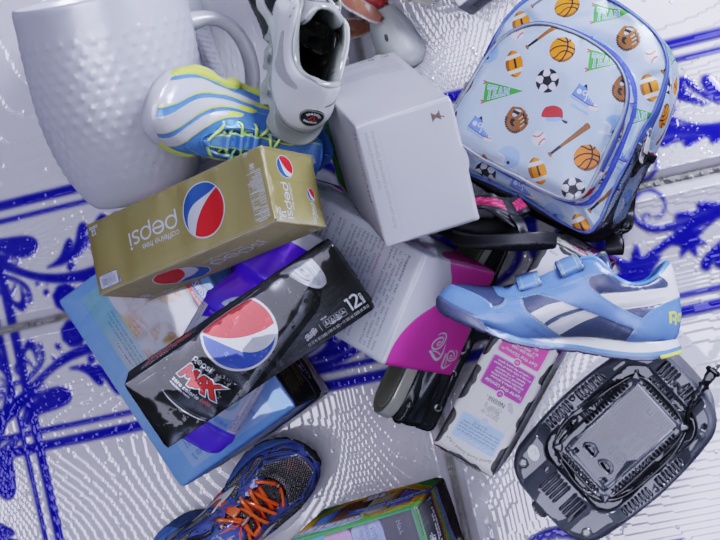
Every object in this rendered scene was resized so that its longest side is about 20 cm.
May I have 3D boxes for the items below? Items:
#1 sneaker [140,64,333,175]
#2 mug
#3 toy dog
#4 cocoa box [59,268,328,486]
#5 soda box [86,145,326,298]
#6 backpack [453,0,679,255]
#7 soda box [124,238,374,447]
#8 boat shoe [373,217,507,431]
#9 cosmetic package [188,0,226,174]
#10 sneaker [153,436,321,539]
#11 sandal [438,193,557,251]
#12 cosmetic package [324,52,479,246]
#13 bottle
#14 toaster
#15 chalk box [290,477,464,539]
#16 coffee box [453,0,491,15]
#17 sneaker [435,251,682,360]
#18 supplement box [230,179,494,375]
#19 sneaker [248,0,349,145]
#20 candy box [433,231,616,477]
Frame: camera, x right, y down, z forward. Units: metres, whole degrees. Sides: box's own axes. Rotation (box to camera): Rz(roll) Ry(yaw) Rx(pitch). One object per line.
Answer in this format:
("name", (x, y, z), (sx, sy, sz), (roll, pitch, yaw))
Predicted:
("sneaker", (-0.089, -0.118, 1.560), (0.105, 0.200, 0.076), (18, 98, 29))
("mug", (-0.180, -0.155, 1.622), (0.199, 0.148, 0.176), (-16, 103, -19))
("toy dog", (-0.032, -0.249, 1.661), (0.200, 0.132, 0.096), (43, 64, 14))
("cocoa box", (-0.146, 0.068, 1.695), (0.133, 0.131, 0.200), (-35, 86, 12))
("soda box", (-0.127, -0.036, 1.548), (0.199, 0.068, 0.064), (-21, 75, 34))
("backpack", (0.172, -0.142, 1.611), (0.199, 0.154, 0.191), (28, 89, 12))
("soda box", (-0.089, 0.056, 1.518), (0.200, 0.071, 0.063), (-34, 97, -1))
("boat shoe", (0.088, 0.052, 1.678), (0.066, 0.074, 0.200), (30, 84, -16))
("cosmetic package", (-0.174, -0.165, 1.718), (0.101, 0.074, 0.201), (-20, 90, 11))
("sneaker", (-0.110, 0.230, 1.717), (0.075, 0.079, 0.200), (42, 104, -14))
("sandal", (0.104, -0.044, 1.576), (0.075, 0.200, 0.045), (3, 97, -16))
("cosmetic package", (0.026, -0.104, 1.574), (0.084, 0.200, 0.108), (-17, 108, -6))
("bottle", (-0.099, 0.050, 1.586), (0.083, 0.065, 0.201), (31, 92, 0))
("toaster", (0.226, 0.132, 1.619), (0.114, 0.129, 0.200), (46, 102, 5))
("chalk box", (0.017, 0.266, 1.636), (0.123, 0.200, 0.126), (-18, 89, 13))
("coffee box", (0.141, -0.325, 1.635), (0.200, 0.080, 0.113), (-34, 85, 12))
("sneaker", (0.160, 0.022, 1.520), (0.199, 0.074, 0.083), (6, 96, 1))
("supplement box", (0.000, 0.000, 1.633), (0.200, 0.101, 0.104), (29, 100, 40))
("sneaker", (-0.042, -0.209, 1.549), (0.074, 0.089, 0.201), (4, 62, -28))
("candy box", (0.142, 0.068, 1.630), (0.061, 0.136, 0.201), (28, 98, 9))
